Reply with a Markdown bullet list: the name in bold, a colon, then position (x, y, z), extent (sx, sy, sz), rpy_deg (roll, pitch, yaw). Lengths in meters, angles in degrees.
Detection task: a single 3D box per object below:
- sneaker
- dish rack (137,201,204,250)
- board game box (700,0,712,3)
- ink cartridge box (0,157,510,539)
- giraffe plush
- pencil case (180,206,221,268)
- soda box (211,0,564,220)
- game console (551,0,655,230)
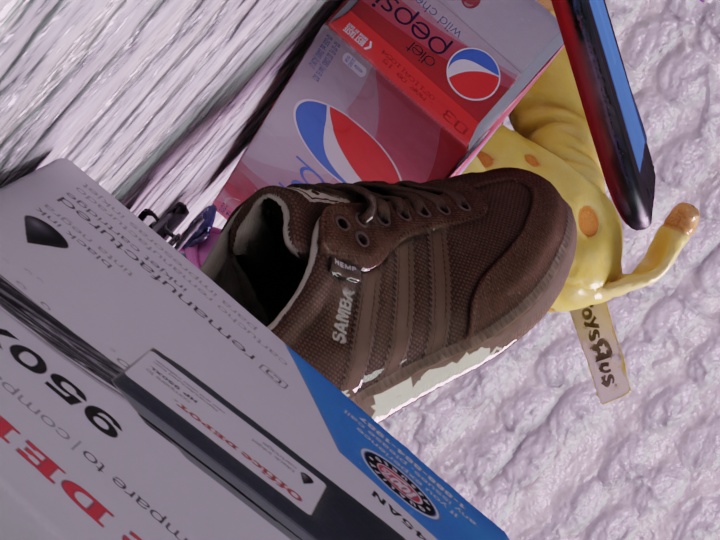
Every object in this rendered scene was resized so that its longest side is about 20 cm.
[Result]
- **sneaker**: position (0.000, 0.000, 0.962), extent (0.070, 0.076, 0.200), rpy_deg (8, -148, 39)
- **dish rack**: position (-0.116, 0.067, 0.980), extent (0.200, 0.055, 0.153), rpy_deg (-49, 180, 44)
- **board game box**: position (0.193, -0.231, 1.417), extent (0.105, 0.103, 0.200), rpy_deg (-47, 179, -26)
- **ink cartridge box**: position (-0.057, 0.064, 0.617), extent (0.084, 0.145, 0.200), rpy_deg (-50, 179, 13)
- **giraffe plush**: position (0.031, -0.032, 1.326), extent (0.173, 0.200, 0.162), rpy_deg (-44, 152, 27)
- **pencil case**: position (-0.089, 0.075, 1.140), extent (0.200, 0.087, 0.087), rpy_deg (-48, 179, 19)
- **soda box**: position (0.007, -0.053, 1.104), extent (0.063, 0.070, 0.200), rpy_deg (-49, 179, -23)
- **game console**: position (0.092, -0.119, 0.822), extent (0.172, 0.119, 0.200), rpy_deg (-48, 180, 8)
